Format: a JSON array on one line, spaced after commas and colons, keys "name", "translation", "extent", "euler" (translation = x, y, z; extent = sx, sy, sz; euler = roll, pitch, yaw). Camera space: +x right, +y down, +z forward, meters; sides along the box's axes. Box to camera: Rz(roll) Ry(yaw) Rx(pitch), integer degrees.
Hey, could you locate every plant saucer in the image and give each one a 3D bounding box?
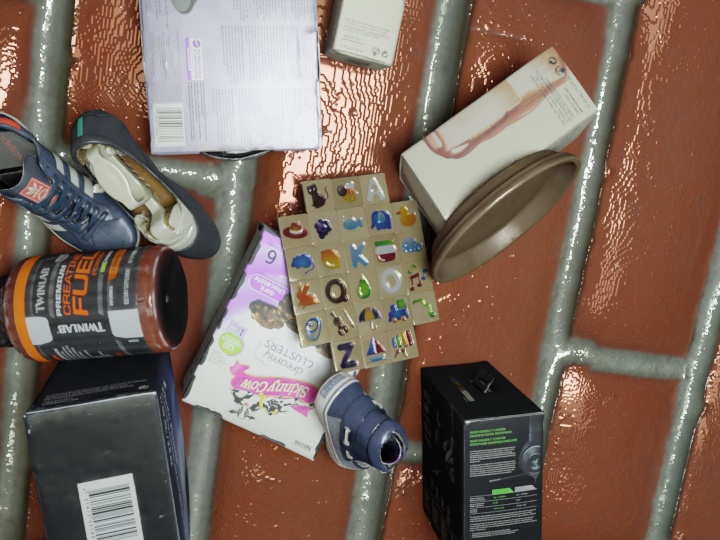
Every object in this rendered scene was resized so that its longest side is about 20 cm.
[{"name": "plant saucer", "translation": [0.151, -0.060, 0.798], "extent": [0.198, 0.200, 0.030], "euler": [-35, 72, -4]}]

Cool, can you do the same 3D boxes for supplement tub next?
[{"name": "supplement tub", "translation": [-0.280, 0.035, 0.746], "extent": [0.194, 0.107, 0.110], "euler": [-5, 102, 5]}]

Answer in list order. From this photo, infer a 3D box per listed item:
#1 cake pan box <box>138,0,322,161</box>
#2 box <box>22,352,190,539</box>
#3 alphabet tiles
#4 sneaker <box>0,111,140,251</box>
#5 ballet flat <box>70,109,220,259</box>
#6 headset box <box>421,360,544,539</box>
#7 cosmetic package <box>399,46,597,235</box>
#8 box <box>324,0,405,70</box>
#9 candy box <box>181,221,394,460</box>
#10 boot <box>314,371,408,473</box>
[{"name": "cake pan box", "translation": [-0.132, -0.217, 0.769], "extent": [0.179, 0.052, 0.206], "euler": [-4, 101, -8]}, {"name": "box", "translation": [-0.240, 0.191, 0.746], "extent": [0.120, 0.198, 0.206], "euler": [-8, 102, -12]}, {"name": "alphabet tiles", "translation": [0.000, 0.000, 0.791], "extent": [0.162, 0.006, 0.206], "euler": [-9, 85, -22]}, {"name": "sneaker", "translation": [-0.310, -0.076, 0.741], "extent": [0.199, 0.085, 0.076], "euler": [39, 92, -16]}, {"name": "ballet flat", "translation": [-0.216, -0.069, 0.746], "extent": [0.073, 0.073, 0.201], "euler": [-39, 121, -2]}, {"name": "headset box", "translation": [0.132, 0.215, 0.840], "extent": [0.090, 0.174, 0.206], "euler": [-4, 100, -10]}, {"name": "cosmetic package", "translation": [0.144, -0.135, 0.804], "extent": [0.198, 0.103, 0.088], "euler": [-36, 83, -4]}, {"name": "box", "translation": [0.016, -0.318, 0.764], "extent": [0.066, 0.082, 0.206], "euler": [11, 100, -12]}, {"name": "candy box", "translation": [-0.082, 0.079, 0.822], "extent": [0.165, 0.072, 0.204], "euler": [26, 93, -15]}, {"name": "boot", "translation": [0.011, 0.190, 0.800], "extent": [0.073, 0.090, 0.201], "euler": [-44, 150, -14]}]
